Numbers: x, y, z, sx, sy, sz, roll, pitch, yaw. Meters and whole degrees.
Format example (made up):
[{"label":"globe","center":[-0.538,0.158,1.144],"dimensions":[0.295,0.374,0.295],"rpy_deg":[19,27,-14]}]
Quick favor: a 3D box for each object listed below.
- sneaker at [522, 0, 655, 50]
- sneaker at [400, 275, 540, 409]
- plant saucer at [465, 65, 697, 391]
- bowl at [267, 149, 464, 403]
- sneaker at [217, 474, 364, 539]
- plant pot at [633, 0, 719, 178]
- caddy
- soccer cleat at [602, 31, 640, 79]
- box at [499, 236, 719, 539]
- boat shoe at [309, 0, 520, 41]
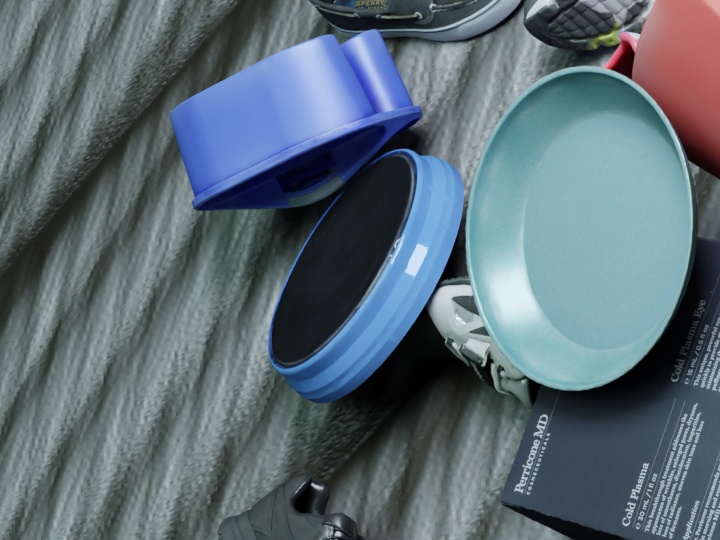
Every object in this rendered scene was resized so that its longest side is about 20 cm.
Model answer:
[{"label":"sneaker","center":[0.200,-0.234,1.686],"dimensions":[0.199,0.074,0.085],"rpy_deg":[-32,45,16]},{"label":"sneaker","center":[0.101,0.053,1.625],"dimensions":[0.199,0.074,0.089],"rpy_deg":[-10,61,40]},{"label":"plant saucer","center":[0.145,-0.025,1.470],"dimensions":[0.199,0.036,0.202],"rpy_deg":[-5,83,51]},{"label":"bowl","center":[0.000,0.000,1.715],"dimensions":[0.201,0.039,0.201],"rpy_deg":[-48,22,27]},{"label":"sneaker","center":[-0.030,0.219,1.632],"dimensions":[0.091,0.076,0.200],"rpy_deg":[-42,48,9]},{"label":"plant pot","center":[0.296,-0.111,1.446],"dimensions":[0.201,0.200,0.177],"rpy_deg":[-51,55,11]},{"label":"caddy","center":[-0.048,-0.103,1.790],"dimensions":[0.199,0.141,0.106],"rpy_deg":[-24,85,33]},{"label":"soccer cleat","center":[0.150,-0.080,1.645],"dimensions":[0.200,0.073,0.068],"rpy_deg":[-51,45,11]},{"label":"box","center":[0.213,0.087,1.481],"dimensions":[0.181,0.104,0.201],"rpy_deg":[13,79,45]},{"label":"boat shoe","center":[0.040,-0.217,1.827],"dimensions":[0.199,0.056,0.069],"rpy_deg":[-4,67,42]}]
